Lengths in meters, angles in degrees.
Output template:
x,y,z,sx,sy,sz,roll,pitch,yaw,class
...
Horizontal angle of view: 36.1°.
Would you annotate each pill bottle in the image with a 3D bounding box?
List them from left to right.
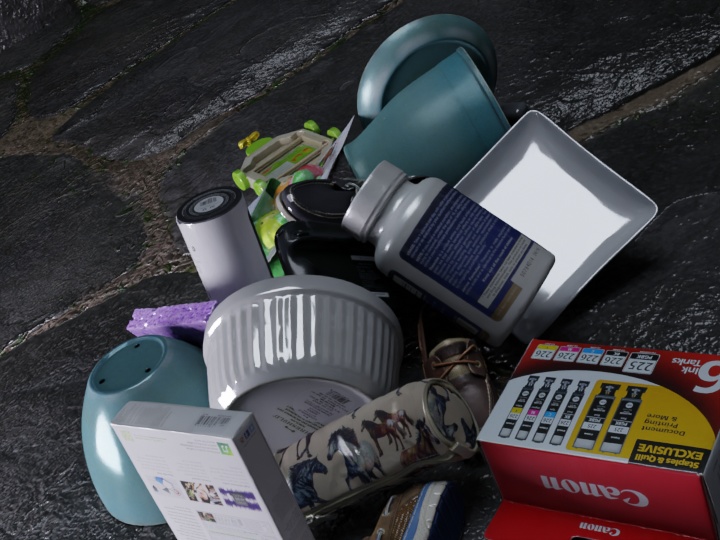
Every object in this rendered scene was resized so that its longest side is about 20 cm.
x,y,z,sx,sy,sz,roll,pitch,yaw,class
0.085,-0.022,1.106,0.199,0.111,0.111,34,52,5,pill bottle

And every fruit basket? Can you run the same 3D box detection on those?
x,y,z,sx,sy,sz,roll,pitch,yaw,class
-0.084,-0.088,1.402,0.200,0.093,0.186,-55,10,40,fruit basket

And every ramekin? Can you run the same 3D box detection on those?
x,y,z,sx,sy,sz,roll,pitch,yaw,class
-0.056,0.108,1.072,0.199,0.201,0.106,-16,46,14,ramekin

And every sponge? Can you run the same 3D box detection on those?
x,y,z,sx,sy,sz,roll,pitch,yaw,class
-0.171,0.076,1.229,0.199,0.111,0.030,-7,54,53,sponge

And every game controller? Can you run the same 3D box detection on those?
x,y,z,sx,sy,sz,roll,pitch,yaw,class
0.000,0.000,1.150,0.042,0.199,0.105,-32,65,43,game controller

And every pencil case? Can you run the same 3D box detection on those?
x,y,z,sx,sy,sz,roll,pitch,yaw,class
0.011,0.167,0.995,0.199,0.078,0.090,-30,51,26,pencil case

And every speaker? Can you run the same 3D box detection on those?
x,y,z,sx,sy,sz,roll,pitch,yaw,class
-0.141,0.010,1.268,0.081,0.201,0.081,-14,29,8,speaker

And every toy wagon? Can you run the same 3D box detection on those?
x,y,z,sx,sy,sz,roll,pitch,yaw,class
-0.119,-0.170,1.675,0.155,0.040,0.200,-37,33,-19,toy wagon

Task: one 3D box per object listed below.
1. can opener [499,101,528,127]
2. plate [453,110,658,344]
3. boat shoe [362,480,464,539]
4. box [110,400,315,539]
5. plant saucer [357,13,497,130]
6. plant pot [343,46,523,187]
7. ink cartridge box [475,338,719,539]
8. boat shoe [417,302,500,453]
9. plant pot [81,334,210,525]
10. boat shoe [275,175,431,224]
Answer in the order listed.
x,y,z,sx,sy,sz,roll,pitch,yaw,class
0.149,-0.212,1.538,0.199,0.054,0.067,0,40,33,can opener
0.186,-0.048,1.194,0.200,0.032,0.200,-46,58,1,plate
0.026,0.257,0.918,0.072,0.073,0.200,-11,24,30,boat shoe
-0.119,0.203,0.966,0.144,0.201,0.036,1,35,35,box
0.092,-0.229,1.415,0.199,0.201,0.027,-28,44,-6,plant saucer
0.090,-0.136,1.346,0.187,0.201,0.200,-30,31,6,plant pot
0.210,0.151,0.925,0.199,0.084,0.176,2,41,36,ink cartridge box
0.092,0.099,1.095,0.072,0.072,0.200,-21,32,7,boat shoe
-0.217,0.148,1.177,0.199,0.135,0.201,-18,32,12,plant pot
0.000,-0.082,1.201,0.199,0.063,0.073,0,54,-38,boat shoe
